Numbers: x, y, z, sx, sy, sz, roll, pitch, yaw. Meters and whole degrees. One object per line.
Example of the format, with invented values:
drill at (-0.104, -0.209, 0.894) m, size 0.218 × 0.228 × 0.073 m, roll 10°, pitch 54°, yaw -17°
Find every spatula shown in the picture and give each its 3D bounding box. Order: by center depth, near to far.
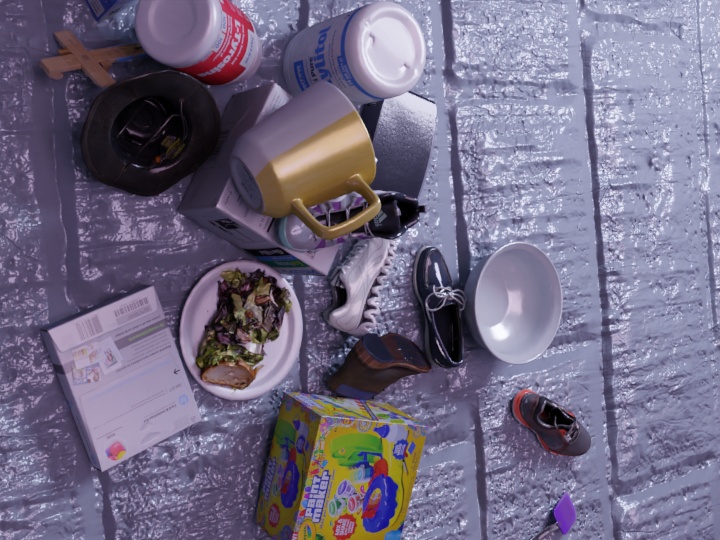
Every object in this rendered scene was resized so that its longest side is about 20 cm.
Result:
spatula at (0.323, 0.477, 1.757) m, size 0.199 × 0.020 × 0.057 m, roll -34°, pitch 103°, yaw -28°

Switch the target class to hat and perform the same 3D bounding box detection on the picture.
hat at (-0.284, -0.196, 1.284) m, size 0.199 × 0.081 × 0.202 m, roll -26°, pitch 143°, yaw -21°

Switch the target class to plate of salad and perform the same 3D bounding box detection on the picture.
plate of salad at (-0.164, 0.086, 1.406) m, size 0.198 × 0.048 × 0.202 m, roll 0°, pitch 91°, yaw -33°

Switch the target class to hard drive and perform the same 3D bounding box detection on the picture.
hard drive at (0.055, -0.192, 1.553) m, size 0.134 × 0.042 × 0.202 m, roll 18°, pitch 81°, yaw -33°

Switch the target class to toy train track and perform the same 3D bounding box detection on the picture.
toy train track at (-0.327, -0.274, 1.289) m, size 0.199 × 0.033 × 0.115 m, roll -24°, pitch 61°, yaw -41°

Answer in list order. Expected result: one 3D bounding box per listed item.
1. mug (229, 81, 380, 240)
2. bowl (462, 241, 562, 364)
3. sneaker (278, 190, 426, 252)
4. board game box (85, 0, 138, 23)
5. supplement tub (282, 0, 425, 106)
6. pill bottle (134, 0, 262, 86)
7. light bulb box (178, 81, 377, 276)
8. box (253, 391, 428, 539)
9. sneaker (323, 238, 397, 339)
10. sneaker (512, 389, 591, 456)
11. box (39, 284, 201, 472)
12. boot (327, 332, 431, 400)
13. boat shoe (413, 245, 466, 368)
mug at (-0.073, -0.137, 1.244) m, size 0.152 × 0.186 × 0.151 m, roll -29°, pitch 123°, yaw -21°
bowl at (0.239, 0.053, 1.653) m, size 0.200 × 0.090 × 0.203 m, roll -1°, pitch 91°, yaw -35°
sneaker at (0.000, -0.071, 1.308) m, size 0.199 × 0.139 × 0.079 m, roll -19°, pitch 103°, yaw -34°
board game box at (-0.238, -0.403, 1.256) m, size 0.198 × 0.199 × 0.044 m, roll -36°, pitch 104°, yaw -28°
supplement tub at (-0.011, -0.303, 1.412) m, size 0.131 × 0.199 × 0.133 m, roll 0°, pitch 90°, yaw -34°
pill bottle at (-0.203, -0.306, 1.286) m, size 0.200 × 0.111 × 0.114 m, roll 2°, pitch 90°, yaw -75°
light bulb box at (-0.115, -0.122, 1.390) m, size 0.199 × 0.124 × 0.200 m, roll 33°, pitch 73°, yaw -31°
box at (-0.030, 0.298, 1.439) m, size 0.191 × 0.122 × 0.202 m, roll 11°, pitch 95°, yaw -33°
sneaker at (0.000, 0.000, 1.505) m, size 0.080 × 0.075 × 0.202 m, roll 18°, pitch 80°, yaw -24°
sneaker at (0.354, 0.280, 1.738) m, size 0.199 × 0.082 × 0.078 m, roll 33°, pitch 73°, yaw -30°
box at (-0.316, 0.141, 1.308) m, size 0.155 × 0.041 × 0.202 m, roll -26°, pitch 104°, yaw -31°
boot at (0.030, 0.153, 1.538) m, size 0.097 × 0.075 × 0.199 m, roll -43°, pitch 149°, yaw 20°
boat shoe at (0.131, 0.058, 1.592) m, size 0.074 × 0.062 × 0.202 m, roll -2°, pitch 86°, yaw -27°
